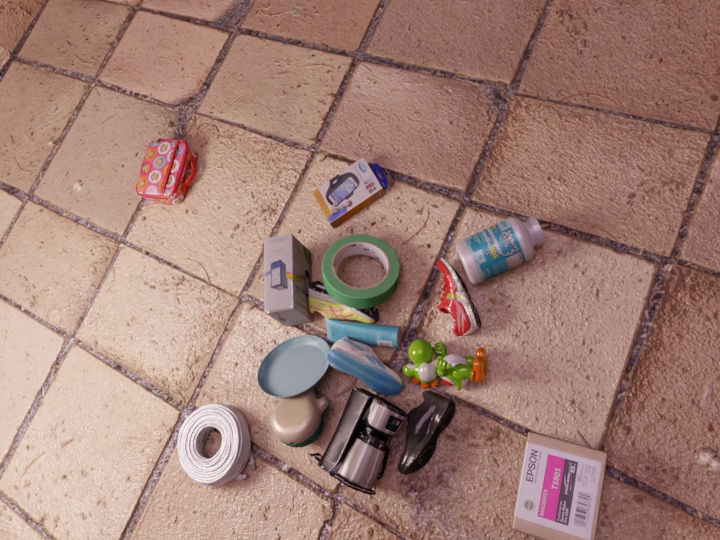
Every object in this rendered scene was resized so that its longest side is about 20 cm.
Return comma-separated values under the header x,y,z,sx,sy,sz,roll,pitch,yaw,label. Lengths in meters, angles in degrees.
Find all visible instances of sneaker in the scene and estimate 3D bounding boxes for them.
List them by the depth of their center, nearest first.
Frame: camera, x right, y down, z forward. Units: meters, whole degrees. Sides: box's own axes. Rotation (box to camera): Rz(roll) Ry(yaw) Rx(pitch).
x,y,z,sx,sy,sz,roll,pitch,yaw,label
0.138,0.371,1.337,0.090,0.076,0.202,25,75,34,sneaker
0.218,0.064,1.405,0.084,0.077,0.203,-26,65,14,sneaker
0.020,0.227,1.413,0.198,0.081,0.077,30,125,8,sneaker
-0.047,0.100,1.493,0.197,0.078,0.092,22,116,13,sneaker

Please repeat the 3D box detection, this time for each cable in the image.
x,y,z,sx,sy,sz,roll,pitch,yaw,label
-0.375,0.444,1.484,0.196,0.069,0.204,-19,67,13,cable

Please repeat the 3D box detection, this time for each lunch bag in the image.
x,y,z,sx,sy,sz,roll,pitch,yaw,label
-0.596,-0.306,1.816,0.173,0.082,0.204,7,76,17,lunch bag

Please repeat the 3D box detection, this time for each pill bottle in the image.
x,y,z,sx,sy,sz,roll,pitch,yaw,label
0.334,-0.055,1.383,0.197,0.111,0.112,-26,65,9,pill bottle

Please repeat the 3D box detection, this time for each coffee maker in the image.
x,y,z,sx,sy,sz,roll,pitch,yaw,label
-0.011,0.379,1.343,0.189,0.135,0.203,21,79,25,coffee maker

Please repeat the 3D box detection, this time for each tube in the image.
x,y,z,sx,sy,sz,roll,pitch,yaw,label
0.004,0.159,1.455,0.196,0.051,0.079,3,117,18,tube

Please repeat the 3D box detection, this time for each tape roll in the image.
x,y,z,sx,sy,sz,roll,pitch,yaw,label
0.000,0.000,1.470,0.196,0.049,0.203,2,53,-2,tape roll

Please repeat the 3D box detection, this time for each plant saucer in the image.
x,y,z,sx,sy,sz,roll,pitch,yaw,label
-0.163,0.244,1.457,0.196,0.028,0.202,-14,36,10,plant saucer

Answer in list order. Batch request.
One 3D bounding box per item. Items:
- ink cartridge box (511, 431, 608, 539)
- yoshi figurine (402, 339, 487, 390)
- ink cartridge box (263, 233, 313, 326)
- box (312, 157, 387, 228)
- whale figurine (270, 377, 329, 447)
x,y,z,sx,sy,sz,roll,pitch,yaw,label
0.411,0.455,1.202,0.162,0.075,0.204,9,76,21,ink cartridge box
0.191,0.206,1.354,0.196,0.113,0.114,-5,54,20,yoshi figurine
-0.186,0.028,1.517,0.086,0.145,0.204,-8,69,15,ink cartridge box
-0.023,-0.222,1.605,0.198,0.041,0.120,-34,64,8,box
-0.144,0.340,1.438,0.156,0.105,0.202,-9,45,17,whale figurine
